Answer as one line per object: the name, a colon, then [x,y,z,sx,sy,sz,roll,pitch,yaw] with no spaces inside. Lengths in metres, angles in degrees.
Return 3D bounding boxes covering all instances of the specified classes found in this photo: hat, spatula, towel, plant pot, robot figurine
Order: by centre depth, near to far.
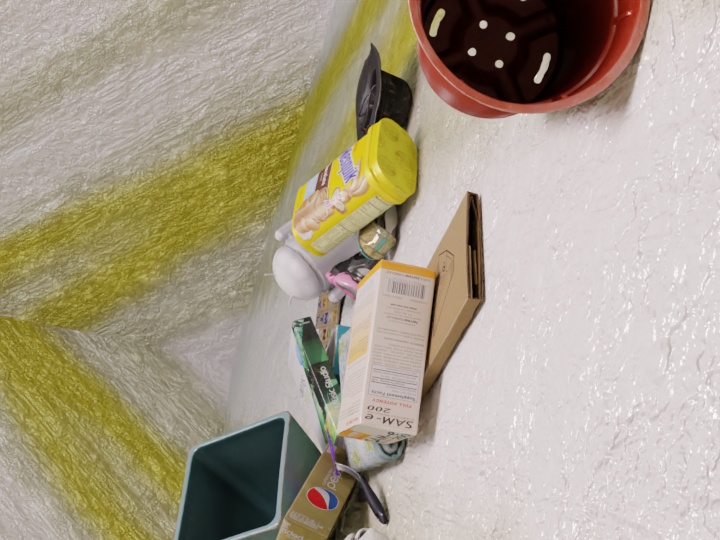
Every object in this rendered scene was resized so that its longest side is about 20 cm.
plant pot: [0.134,-0.226,0.926,0.195,0.200,0.202,166,117,-88]
spatula: [-0.010,0.277,1.372,0.200,0.020,0.057,40,145,54]
towel: [0.013,0.164,1.382,0.171,0.048,0.201,128,140,-70]
plant pot: [-0.137,0.369,1.550,0.196,0.200,0.197,-23,41,24]
hat: [0.044,-0.287,1.747,0.201,0.080,0.202,-176,90,-81]
robot figurine: [-0.077,-0.024,1.848,0.200,0.170,0.113,-39,-7,-21]

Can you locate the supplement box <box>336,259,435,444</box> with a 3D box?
supplement box: [0.031,0.102,1.242,0.126,0.073,0.201,135,145,-71]

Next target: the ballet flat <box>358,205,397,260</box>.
ballet flat: [0.031,-0.095,1.655,0.201,0.070,0.071,-90,16,-53]

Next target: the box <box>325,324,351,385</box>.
box: [-0.034,0.160,1.669,0.200,0.049,0.083,115,163,-67]

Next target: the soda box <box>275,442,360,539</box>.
soda box: [-0.055,0.324,1.413,0.200,0.064,0.068,-51,-17,-64]

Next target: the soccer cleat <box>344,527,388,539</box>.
soccer cleat: [-0.008,0.377,1.304,0.087,0.070,0.200,-67,8,-26]

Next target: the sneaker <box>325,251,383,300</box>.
sneaker: [0.000,0.000,1.714,0.096,0.079,0.200,-56,10,-3]

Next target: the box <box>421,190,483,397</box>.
box: [0.100,0.030,1.220,0.200,0.021,0.164,113,165,-48]

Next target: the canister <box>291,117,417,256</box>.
canister: [-0.012,-0.126,1.597,0.200,0.086,0.149,-35,32,33]

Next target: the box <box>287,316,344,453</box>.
box: [-0.063,0.192,1.589,0.145,0.036,0.201,101,148,-57]

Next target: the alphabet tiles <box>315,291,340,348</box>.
alphabet tiles: [-0.065,0.078,2.032,0.167,0.008,0.201,158,120,-72]
